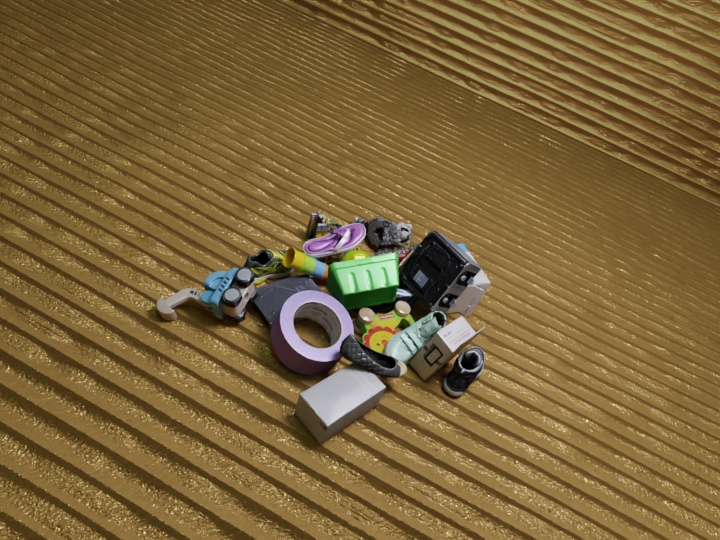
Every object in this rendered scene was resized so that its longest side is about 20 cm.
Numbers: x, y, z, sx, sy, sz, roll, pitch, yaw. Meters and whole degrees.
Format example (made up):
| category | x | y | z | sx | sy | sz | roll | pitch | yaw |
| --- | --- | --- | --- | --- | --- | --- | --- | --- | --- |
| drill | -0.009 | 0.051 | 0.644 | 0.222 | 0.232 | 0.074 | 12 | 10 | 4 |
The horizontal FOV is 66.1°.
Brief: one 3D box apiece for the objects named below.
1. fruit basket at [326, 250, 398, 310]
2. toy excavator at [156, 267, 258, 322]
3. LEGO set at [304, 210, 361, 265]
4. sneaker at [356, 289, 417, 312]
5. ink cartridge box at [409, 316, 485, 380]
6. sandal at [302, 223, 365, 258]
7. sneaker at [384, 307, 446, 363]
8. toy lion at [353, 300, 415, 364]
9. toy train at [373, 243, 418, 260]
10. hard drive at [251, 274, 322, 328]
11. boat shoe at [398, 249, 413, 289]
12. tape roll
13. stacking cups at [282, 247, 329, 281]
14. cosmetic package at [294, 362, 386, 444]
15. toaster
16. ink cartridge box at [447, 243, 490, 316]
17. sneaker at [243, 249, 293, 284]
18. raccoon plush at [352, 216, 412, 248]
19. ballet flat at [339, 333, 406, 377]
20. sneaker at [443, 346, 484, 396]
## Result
| category | x | y | z | sx | sy | sz | roll | pitch | yaw |
| --- | --- | --- | --- | --- | --- | --- | --- | --- | --- |
| fruit basket | 0.000 | 0.000 | 1.557 | 0.213 | 0.156 | 0.217 | 3 | 56 | -4 |
| toy excavator | -0.387 | 0.065 | 1.411 | 0.198 | 0.100 | 0.196 | 19 | 57 | 12 |
| LEGO set | -0.082 | -0.105 | 1.724 | 0.152 | 0.116 | 0.201 | -1 | 45 | -25 |
| sneaker | 0.075 | 0.073 | 1.620 | 0.198 | 0.076 | 0.078 | -1 | 49 | -19 |
| ink cartridge box | 0.227 | 0.196 | 1.457 | 0.116 | 0.200 | 0.068 | -26 | 69 | -41 |
| sandal | -0.072 | -0.090 | 1.616 | 0.201 | 0.050 | 0.083 | -25 | 62 | -16 |
| sneaker | 0.148 | 0.170 | 1.460 | 0.074 | 0.118 | 0.200 | 50 | 49 | 4 |
| toy lion | 0.079 | 0.189 | 1.521 | 0.198 | 0.069 | 0.193 | -9 | 56 | -32 |
| toy train | 0.127 | -0.053 | 1.827 | 0.198 | 0.034 | 0.046 | -9 | 59 | -32 |
| hard drive | -0.197 | 0.086 | 1.521 | 0.199 | 0.043 | 0.135 | -18 | 54 | -38 |
| boat shoe | 0.132 | 0.012 | 1.732 | 0.070 | 0.070 | 0.200 | 41 | 51 | 1 |
| tape roll | -0.123 | 0.158 | 1.410 | 0.198 | 0.085 | 0.202 | 14 | 52 | -19 |
| stacking cups | -0.128 | -0.009 | 1.598 | 0.199 | 0.061 | 0.061 | 22 | 32 | -40 |
| cosmetic package | -0.047 | 0.307 | 1.312 | 0.199 | 0.091 | 0.107 | -24 | 56 | -37 |
| toaster | 0.224 | 0.003 | 1.608 | 0.118 | 0.181 | 0.200 | 19 | 23 | -50 |
| ink cartridge box | 0.298 | 0.034 | 1.729 | 0.124 | 0.129 | 0.201 | -5 | 47 | -27 |
| sneaker | -0.250 | -0.023 | 1.585 | 0.074 | 0.085 | 0.199 | 42 | 44 | 22 |
| raccoon plush | 0.084 | -0.147 | 1.855 | 0.133 | 0.098 | 0.200 | -5 | 36 | -40 |
| ballet flat | 0.039 | 0.214 | 1.358 | 0.199 | 0.057 | 0.067 | 25 | 22 | -27 |
| sneaker | 0.302 | 0.250 | 1.504 | 0.075 | 0.114 | 0.200 | 35 | 42 | 16 |
